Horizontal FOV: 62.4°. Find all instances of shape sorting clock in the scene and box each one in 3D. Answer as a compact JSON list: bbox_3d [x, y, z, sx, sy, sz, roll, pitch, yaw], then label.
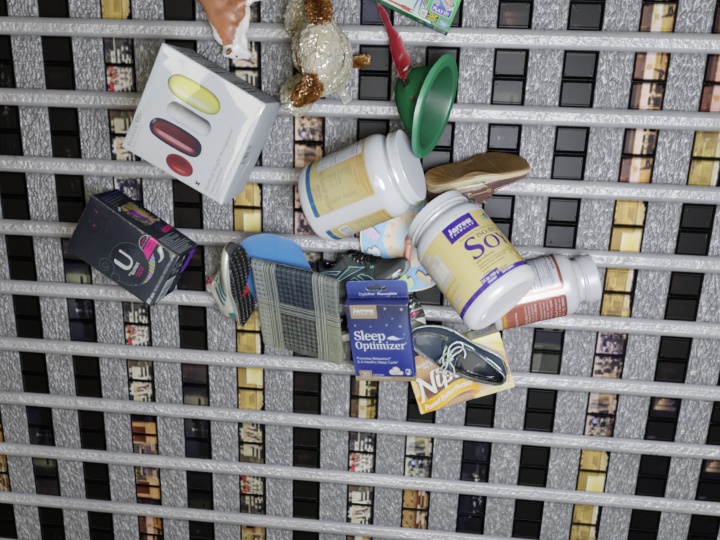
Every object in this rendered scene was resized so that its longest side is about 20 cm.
[{"bbox_3d":[0.094,-0.060,1.131,0.193,0.039,0.207,1,104,5],"label":"shape sorting clock"}]

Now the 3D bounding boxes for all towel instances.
[{"bbox_3d":[-0.117,0.078,1.142,0.187,0.035,0.205,12,125,20],"label":"towel"}]

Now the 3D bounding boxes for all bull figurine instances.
[{"bbox_3d":[-0.236,-0.478,1.044,0.120,0.065,0.203,-32,102,8],"label":"bull figurine"}]

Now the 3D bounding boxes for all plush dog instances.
[{"bbox_3d":[-0.065,-0.360,1.000,0.155,0.172,0.207,6,104,3],"label":"plush dog"}]

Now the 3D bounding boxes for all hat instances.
[{"bbox_3d":[0.064,-0.318,1.044,0.172,0.167,0.203,23,65,21],"label":"hat"}]

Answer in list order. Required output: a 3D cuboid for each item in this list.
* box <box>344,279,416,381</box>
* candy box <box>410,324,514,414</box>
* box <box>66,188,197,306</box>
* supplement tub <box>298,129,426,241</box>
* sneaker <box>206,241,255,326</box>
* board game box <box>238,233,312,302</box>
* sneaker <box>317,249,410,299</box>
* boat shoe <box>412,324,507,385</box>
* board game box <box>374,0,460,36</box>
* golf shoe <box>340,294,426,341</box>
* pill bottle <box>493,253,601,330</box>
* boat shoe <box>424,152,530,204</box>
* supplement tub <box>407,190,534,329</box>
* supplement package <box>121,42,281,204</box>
[{"bbox_3d":[0.037,0.115,1.097,0.117,0.033,0.206,-1,116,14],"label":"box"},{"bbox_3d":[0.194,0.195,1.177,0.195,0.055,0.119,-18,100,10],"label":"candy box"},{"bbox_3d":[-0.438,-0.046,1.150,0.197,0.106,0.124,34,105,-3],"label":"box"},{"bbox_3d":[0.003,-0.149,1.044,0.195,0.145,0.148,-19,103,23],"label":"supplement tub"},{"bbox_3d":[-0.261,0.022,1.139,0.091,0.071,0.203,18,139,15],"label":"sneaker"},{"bbox_3d":[-0.153,0.005,1.160,0.154,0.039,0.203,-12,121,25],"label":"board game box"},{"bbox_3d":[0.000,0.000,1.118,0.195,0.075,0.081,-16,100,26],"label":"sneaker"},{"bbox_3d":[0.180,0.163,1.112,0.196,0.062,0.077,25,107,3],"label":"boat shoe"},{"bbox_3d":[0.087,-0.511,1.013,0.195,0.029,0.138,24,98,-1],"label":"board game box"},{"bbox_3d":[0.034,0.119,1.166,0.194,0.078,0.090,-14,111,10],"label":"golf shoe"},{"bbox_3d":[0.332,0.035,1.095,0.194,0.112,0.115,-13,103,9],"label":"pill bottle"},{"bbox_3d":[0.212,-0.159,1.085,0.194,0.073,0.073,-14,134,-6],"label":"boat shoe"},{"bbox_3d":[0.184,-0.020,1.012,0.145,0.145,0.202,-42,66,14],"label":"supplement tub"},{"bbox_3d":[-0.276,-0.261,1.059,0.196,0.147,0.195,28,105,-3],"label":"supplement package"}]
